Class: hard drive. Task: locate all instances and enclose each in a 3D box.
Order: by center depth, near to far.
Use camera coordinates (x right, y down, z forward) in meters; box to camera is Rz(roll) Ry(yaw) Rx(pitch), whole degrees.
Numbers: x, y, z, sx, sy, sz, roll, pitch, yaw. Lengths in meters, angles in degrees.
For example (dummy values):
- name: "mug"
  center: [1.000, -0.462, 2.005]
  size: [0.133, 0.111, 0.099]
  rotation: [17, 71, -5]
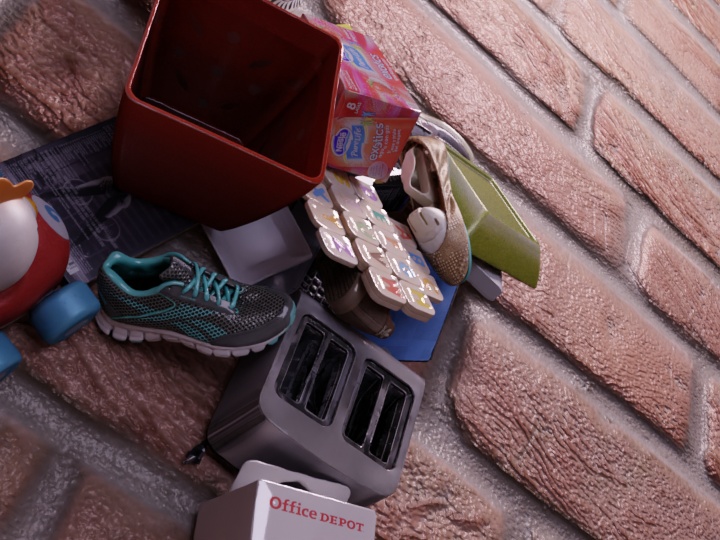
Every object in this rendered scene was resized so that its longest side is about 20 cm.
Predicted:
- name: "hard drive"
  center: [0.139, -0.051, 1.213]
  size: [0.132, 0.026, 0.200]
  rotation: [43, 23, -12]

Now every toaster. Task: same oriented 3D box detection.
- name: "toaster"
  center: [-0.048, 0.144, 0.923]
  size: [0.180, 0.118, 0.201]
  rotation: [36, 47, -16]

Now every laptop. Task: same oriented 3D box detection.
- name: "laptop"
  center: [0.000, 0.000, 1.052]
  size: [0.200, 0.116, 0.188]
  rotation: [40, 45, -14]

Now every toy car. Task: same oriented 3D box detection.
- name: "toy car"
  center: [-0.305, -0.027, 0.744]
  size: [0.185, 0.200, 0.177]
  rotation: [53, 49, -1]

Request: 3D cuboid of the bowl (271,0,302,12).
- name: "bowl"
  center: [-0.136, -0.463, 1.235]
  size: [0.199, 0.094, 0.203]
  rotation: [21, 52, -29]

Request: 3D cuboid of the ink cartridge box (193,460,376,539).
- name: "ink cartridge box"
  center: [-0.075, 0.283, 0.799]
  size: [0.128, 0.125, 0.202]
  rotation: [24, 56, -27]

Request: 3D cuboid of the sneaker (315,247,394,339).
- name: "sneaker"
  center: [-0.002, 0.010, 0.990]
  size: [0.076, 0.070, 0.201]
  rotation: [46, 18, -21]

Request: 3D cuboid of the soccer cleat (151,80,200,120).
- name: "soccer cleat"
  center: [-0.193, -0.256, 1.087]
  size: [0.085, 0.068, 0.201]
  rotation: [47, 41, -28]

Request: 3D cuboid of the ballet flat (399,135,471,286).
- name: "ballet flat"
  center: [0.079, -0.075, 1.064]
  size: [0.065, 0.070, 0.202]
  rotation: [14, 51, -36]

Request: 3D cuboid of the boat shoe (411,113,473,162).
- name: "boat shoe"
  center: [0.069, -0.188, 1.262]
  size: [0.199, 0.072, 0.065]
  rotation: [35, 52, -14]

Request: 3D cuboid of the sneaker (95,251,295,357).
- name: "sneaker"
  center: [-0.161, 0.026, 0.857]
  size: [0.197, 0.092, 0.078]
  rotation: [3, 49, -1]

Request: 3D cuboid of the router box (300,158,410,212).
- name: "router box"
  center: [-0.038, -0.158, 1.127]
  size: [0.156, 0.052, 0.201]
  rotation: [-8, 55, -42]

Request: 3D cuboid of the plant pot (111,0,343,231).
- name: "plant pot"
  center: [-0.152, -0.157, 0.929]
  size: [0.198, 0.176, 0.202]
  rotation: [22, 53, -21]

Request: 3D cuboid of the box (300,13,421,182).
- name: "box"
  center: [-0.021, -0.203, 1.042]
  size: [0.101, 0.095, 0.201]
  rotation: [12, 33, -27]

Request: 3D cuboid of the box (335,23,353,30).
- name: "box"
  center: [-0.089, -0.278, 1.177]
  size: [0.199, 0.075, 0.051]
  rotation: [-19, 77, -44]

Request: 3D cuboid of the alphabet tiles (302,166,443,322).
- name: "alphabet tiles"
  center: [0.013, -0.034, 0.963]
  size: [0.195, 0.015, 0.201]
  rotation: [24, 32, -45]

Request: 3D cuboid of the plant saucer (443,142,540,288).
- name: "plant saucer"
  center: [0.154, -0.087, 1.189]
  size: [0.199, 0.048, 0.201]
  rotation: [24, 30, -47]

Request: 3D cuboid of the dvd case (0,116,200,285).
- name: "dvd case"
  center: [-0.261, -0.080, 0.939]
  size: [0.199, 0.016, 0.149]
  rotation: [-35, 86, -41]

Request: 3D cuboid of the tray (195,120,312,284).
- name: "tray"
  center: [-0.145, -0.080, 1.031]
  size: [0.107, 0.022, 0.202]
  rotation: [-24, 80, -31]
